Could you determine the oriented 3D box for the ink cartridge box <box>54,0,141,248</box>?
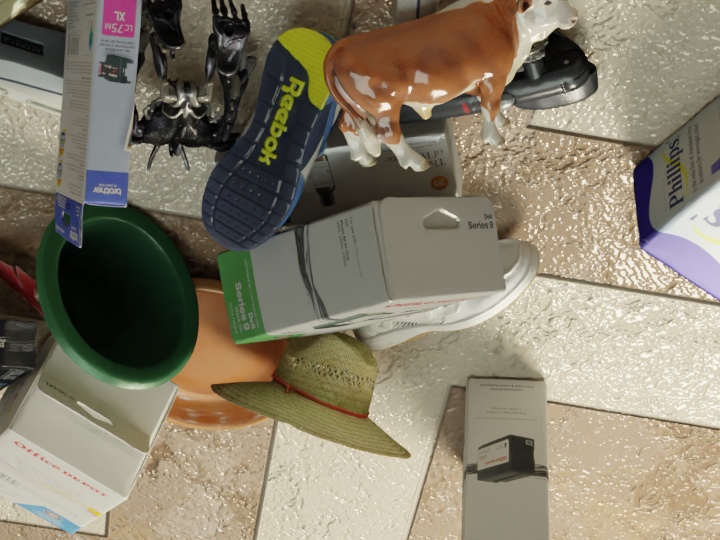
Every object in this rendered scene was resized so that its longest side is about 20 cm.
[{"bbox_3d":[-0.203,-0.122,1.234,0.042,0.119,0.202,5,95,-21],"label":"ink cartridge box"}]

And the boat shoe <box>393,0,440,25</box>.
[{"bbox_3d":[0.063,-0.246,1.196,0.065,0.072,0.201,7,128,-2],"label":"boat shoe"}]

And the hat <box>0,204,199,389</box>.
[{"bbox_3d":[-0.264,0.038,1.462,0.165,0.202,0.175,0,159,-43],"label":"hat"}]

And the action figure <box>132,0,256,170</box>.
[{"bbox_3d":[-0.139,-0.157,1.280,0.118,0.103,0.200,7,155,-12],"label":"action figure"}]

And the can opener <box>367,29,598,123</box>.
[{"bbox_3d":[0.090,-0.146,1.290,0.198,0.064,0.079,-9,129,14],"label":"can opener"}]

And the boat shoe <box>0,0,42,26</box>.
[{"bbox_3d":[-0.234,-0.250,1.217,0.199,0.072,0.065,-25,112,20],"label":"boat shoe"}]

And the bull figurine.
[{"bbox_3d":[0.068,-0.149,1.201,0.198,0.065,0.123,-15,115,-11],"label":"bull figurine"}]

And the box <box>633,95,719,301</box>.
[{"bbox_3d":[0.356,-0.063,1.316,0.183,0.106,0.200,31,130,-22],"label":"box"}]

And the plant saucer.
[{"bbox_3d":[-0.150,0.076,1.545,0.198,0.038,0.201,3,134,3],"label":"plant saucer"}]

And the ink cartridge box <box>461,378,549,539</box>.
[{"bbox_3d":[0.139,0.227,1.548,0.083,0.201,0.146,2,134,4],"label":"ink cartridge box"}]

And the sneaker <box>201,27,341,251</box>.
[{"bbox_3d":[-0.062,-0.104,1.299,0.074,0.082,0.201,32,112,5],"label":"sneaker"}]

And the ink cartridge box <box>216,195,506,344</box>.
[{"bbox_3d":[0.000,0.000,1.340,0.145,0.085,0.199,-5,172,-43],"label":"ink cartridge box"}]

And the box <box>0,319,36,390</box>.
[{"bbox_3d":[-0.401,0.080,1.482,0.160,0.050,0.200,4,166,-27],"label":"box"}]

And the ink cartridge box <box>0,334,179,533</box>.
[{"bbox_3d":[-0.269,0.147,1.513,0.128,0.126,0.200,33,149,-15],"label":"ink cartridge box"}]

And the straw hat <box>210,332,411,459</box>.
[{"bbox_3d":[-0.031,0.098,1.463,0.199,0.201,0.086,18,92,-12],"label":"straw hat"}]

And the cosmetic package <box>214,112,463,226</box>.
[{"bbox_3d":[-0.017,-0.087,1.366,0.198,0.051,0.083,-7,134,12],"label":"cosmetic package"}]

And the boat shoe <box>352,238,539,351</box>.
[{"bbox_3d":[0.064,0.013,1.440,0.199,0.071,0.069,-24,129,27],"label":"boat shoe"}]

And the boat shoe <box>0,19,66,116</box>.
[{"bbox_3d":[-0.308,-0.169,1.308,0.200,0.075,0.086,16,138,-23],"label":"boat shoe"}]
